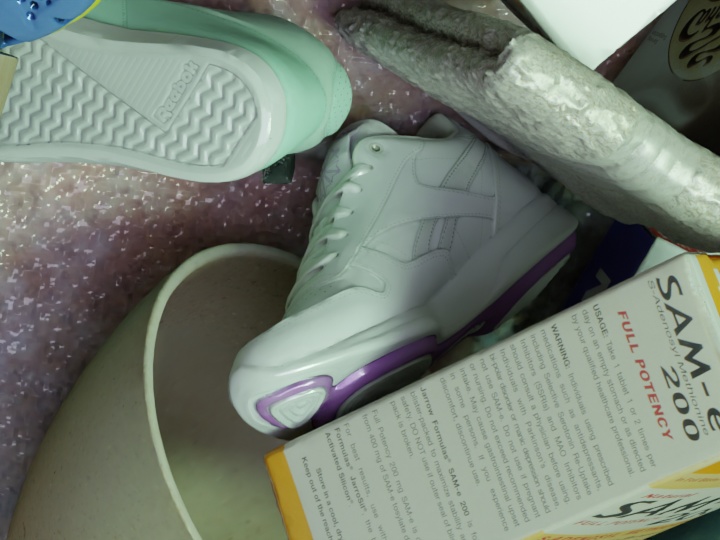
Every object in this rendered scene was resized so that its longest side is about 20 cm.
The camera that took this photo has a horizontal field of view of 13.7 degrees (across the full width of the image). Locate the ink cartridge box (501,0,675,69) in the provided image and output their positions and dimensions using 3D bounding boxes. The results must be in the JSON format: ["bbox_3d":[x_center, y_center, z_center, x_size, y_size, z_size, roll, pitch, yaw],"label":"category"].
[{"bbox_3d":[0.073,-0.179,1.142,0.125,0.129,0.200,-39,112,3],"label":"ink cartridge box"}]

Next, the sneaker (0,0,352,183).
[{"bbox_3d":[-0.102,-0.077,1.175,0.200,0.118,0.074,16,102,20],"label":"sneaker"}]

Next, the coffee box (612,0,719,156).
[{"bbox_3d":[0.188,-0.071,1.161,0.080,0.200,0.113,36,93,-21],"label":"coffee box"}]

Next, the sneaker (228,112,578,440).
[{"bbox_3d":[0.000,0.000,1.176,0.100,0.200,0.075,49,130,7],"label":"sneaker"}]

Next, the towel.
[{"bbox_3d":[0.070,-0.059,1.149,0.132,0.200,0.035,32,90,-20],"label":"towel"}]

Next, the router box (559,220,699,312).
[{"bbox_3d":[0.144,0.097,1.301,0.179,0.049,0.200,27,102,-19],"label":"router box"}]

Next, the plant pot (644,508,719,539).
[{"bbox_3d":[0.186,0.149,1.217,0.200,0.200,0.135,37,64,-21],"label":"plant pot"}]

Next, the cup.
[{"bbox_3d":[-0.060,0.110,1.202,0.143,0.201,0.200,-33,116,31],"label":"cup"}]

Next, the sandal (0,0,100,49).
[{"bbox_3d":[-0.183,-0.113,1.090,0.199,0.087,0.080,-2,102,20],"label":"sandal"}]

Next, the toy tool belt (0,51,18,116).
[{"bbox_3d":[-0.212,-0.018,1.059,0.200,0.125,0.123,-19,144,-43],"label":"toy tool belt"}]

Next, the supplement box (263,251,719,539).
[{"bbox_3d":[0.083,0.063,1.108,0.200,0.126,0.074,-27,74,33],"label":"supplement box"}]
